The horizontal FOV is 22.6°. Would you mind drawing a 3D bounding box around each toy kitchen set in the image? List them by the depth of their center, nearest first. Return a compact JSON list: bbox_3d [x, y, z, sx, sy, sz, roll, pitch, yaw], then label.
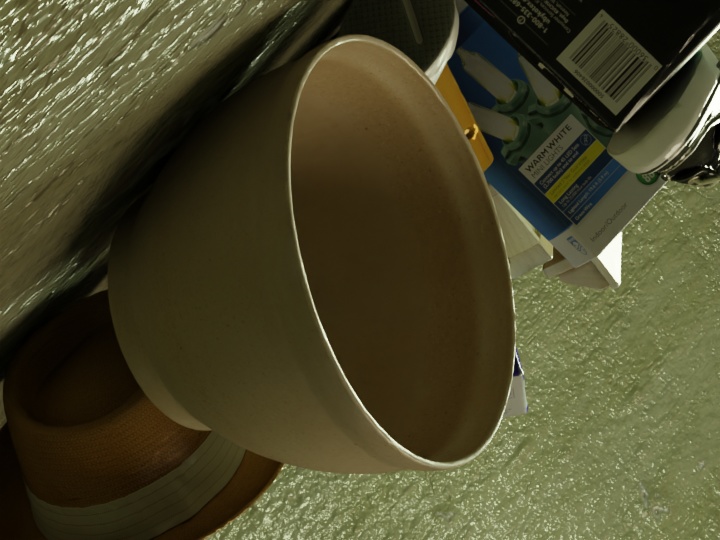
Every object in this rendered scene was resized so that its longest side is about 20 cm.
[{"bbox_3d":[0.088,-0.034,1.415,0.180,0.163,0.200,-28,-151,27],"label":"toy kitchen set"}]

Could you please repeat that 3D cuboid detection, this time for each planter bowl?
[{"bbox_3d":[-0.032,0.006,0.843,0.134,0.201,0.200,-16,-165,29],"label":"planter bowl"}]

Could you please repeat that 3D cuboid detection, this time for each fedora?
[{"bbox_3d":[-0.126,0.070,0.928,0.200,0.082,0.201,-13,-148,8],"label":"fedora"}]

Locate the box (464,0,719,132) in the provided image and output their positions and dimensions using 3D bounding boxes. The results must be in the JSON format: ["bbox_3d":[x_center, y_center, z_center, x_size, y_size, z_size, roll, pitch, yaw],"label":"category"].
[{"bbox_3d":[0.129,-0.171,1.009,0.124,0.149,0.200,-46,180,8],"label":"box"}]

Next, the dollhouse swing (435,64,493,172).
[{"bbox_3d":[-0.055,-0.062,1.107,0.200,0.176,0.182,-45,138,-12],"label":"dollhouse swing"}]

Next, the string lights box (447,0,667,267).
[{"bbox_3d":[0.106,-0.109,1.153,0.103,0.200,0.059,-46,-179,-10],"label":"string lights box"}]

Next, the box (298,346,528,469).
[{"bbox_3d":[0.018,0.063,1.284,0.183,0.105,0.200,-14,167,3],"label":"box"}]

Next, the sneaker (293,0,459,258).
[{"bbox_3d":[-0.011,-0.067,0.962,0.200,0.070,0.080,-49,166,4],"label":"sneaker"}]

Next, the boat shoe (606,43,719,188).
[{"bbox_3d":[0.193,-0.084,1.026,0.071,0.064,0.200,-43,-179,24],"label":"boat shoe"}]
